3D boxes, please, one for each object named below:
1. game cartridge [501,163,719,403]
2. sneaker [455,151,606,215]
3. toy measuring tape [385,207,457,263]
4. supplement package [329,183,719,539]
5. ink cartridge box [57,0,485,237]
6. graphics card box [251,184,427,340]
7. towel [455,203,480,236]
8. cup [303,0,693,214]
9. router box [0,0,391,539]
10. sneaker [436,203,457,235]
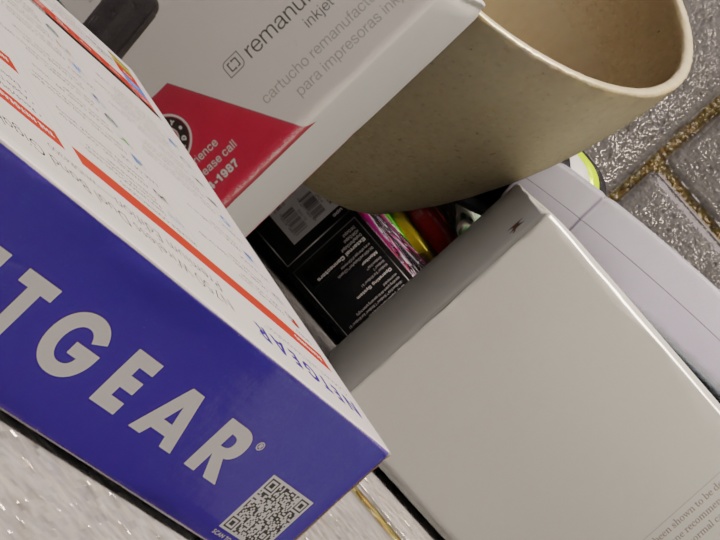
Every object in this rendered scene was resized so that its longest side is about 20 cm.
[{"bbox_3d":[0.147,0.036,0.941,0.200,0.041,0.133,44,-13,21],"label":"game cartridge"},{"bbox_3d":[0.045,-0.080,1.067,0.199,0.072,0.083,33,10,33],"label":"sneaker"},{"bbox_3d":[0.044,0.026,1.096,0.201,0.073,0.074,54,6,2],"label":"toy measuring tape"},{"bbox_3d":[0.093,0.080,0.836,0.200,0.117,0.117,49,6,-7],"label":"supplement package"},{"bbox_3d":[-0.076,-0.123,0.736,0.200,0.145,0.083,49,12,7],"label":"ink cartridge box"},{"bbox_3d":[0.000,0.000,1.000,0.200,0.051,0.125,48,6,3],"label":"graphics card box"},{"bbox_3d":[0.090,0.039,1.058,0.154,0.023,0.200,63,6,-6],"label":"towel"},{"bbox_3d":[0.025,-0.108,0.890,0.199,0.143,0.201,28,37,-23],"label":"cup"},{"bbox_3d":[-0.096,-0.036,0.500,0.200,0.049,0.180,43,8,-48],"label":"router box"},{"bbox_3d":[0.077,-0.032,1.218,0.199,0.084,0.073,10,-57,55],"label":"sneaker"}]
